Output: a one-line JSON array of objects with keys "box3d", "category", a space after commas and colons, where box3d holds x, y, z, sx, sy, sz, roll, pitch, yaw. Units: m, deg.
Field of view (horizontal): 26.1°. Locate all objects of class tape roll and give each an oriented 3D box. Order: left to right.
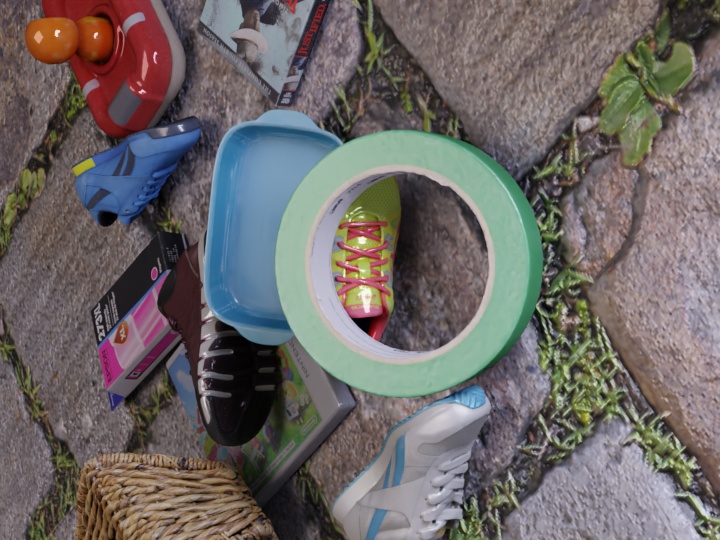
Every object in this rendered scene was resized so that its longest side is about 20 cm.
[{"box3d": [0.035, -0.006, 1.174, 0.200, 0.048, 0.201, 1, 94, 19], "category": "tape roll"}]

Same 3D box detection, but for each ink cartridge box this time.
[{"box3d": [-0.225, 0.054, 1.553, 0.200, 0.037, 0.095, -46, 51, 43], "category": "ink cartridge box"}]

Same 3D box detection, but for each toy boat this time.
[{"box3d": [-0.266, -0.227, 1.515, 0.131, 0.131, 0.200, -49, 57, 38], "category": "toy boat"}]

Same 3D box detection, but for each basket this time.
[{"box3d": [-0.165, 0.253, 1.412, 0.149, 0.143, 0.200, 47, 143, 33], "category": "basket"}]

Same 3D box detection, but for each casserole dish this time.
[{"box3d": [-0.068, -0.037, 1.332, 0.121, 0.039, 0.200, 8, 97, 11], "category": "casserole dish"}]

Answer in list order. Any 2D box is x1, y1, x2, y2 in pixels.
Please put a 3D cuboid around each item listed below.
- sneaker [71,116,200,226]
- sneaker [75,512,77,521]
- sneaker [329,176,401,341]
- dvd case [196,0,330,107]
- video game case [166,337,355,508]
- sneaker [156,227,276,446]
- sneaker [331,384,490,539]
[{"box3d": [-0.210, -0.094, 1.517, 0.200, 0.066, 0.079, -20, 89, 48], "category": "sneaker"}, {"box3d": [-0.210, 0.241, 1.513, 0.200, 0.088, 0.081, -18, 78, 48], "category": "sneaker"}, {"box3d": [0.000, 0.000, 1.249, 0.090, 0.078, 0.200, -120, 31, -61], "category": "sneaker"}, {"box3d": [-0.073, -0.266, 1.374, 0.146, 0.022, 0.200, 46, 126, 37], "category": "dvd case"}, {"box3d": [-0.098, 0.104, 1.425, 0.200, 0.022, 0.182, -50, 56, 38], "category": "video game case"}, {"box3d": [-0.136, 0.066, 1.406, 0.115, 0.076, 0.200, -22, 65, 52], "category": "sneaker"}, {"box3d": [0.054, 0.164, 1.224, 0.081, 0.076, 0.200, 53, 136, 22], "category": "sneaker"}]
